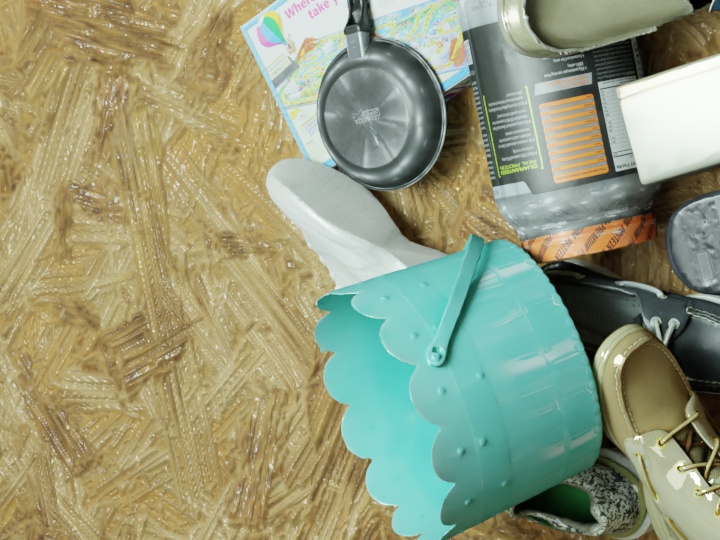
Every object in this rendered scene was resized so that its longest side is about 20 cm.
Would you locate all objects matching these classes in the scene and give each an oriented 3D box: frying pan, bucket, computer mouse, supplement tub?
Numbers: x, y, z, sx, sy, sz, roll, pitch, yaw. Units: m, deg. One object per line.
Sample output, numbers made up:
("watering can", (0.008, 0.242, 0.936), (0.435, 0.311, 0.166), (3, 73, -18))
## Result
("frying pan", (0.016, -0.151, 1.818), (0.115, 0.031, 0.191), (16, 109, 30))
("bucket", (0.068, 0.081, 1.716), (0.207, 0.134, 0.208), (56, 159, 36))
("computer mouse", (0.315, -0.006, 1.675), (0.199, 0.046, 0.141), (-19, 92, 30))
("supplement tub", (0.143, -0.111, 1.721), (0.122, 0.122, 0.201), (-9, 92, 35))

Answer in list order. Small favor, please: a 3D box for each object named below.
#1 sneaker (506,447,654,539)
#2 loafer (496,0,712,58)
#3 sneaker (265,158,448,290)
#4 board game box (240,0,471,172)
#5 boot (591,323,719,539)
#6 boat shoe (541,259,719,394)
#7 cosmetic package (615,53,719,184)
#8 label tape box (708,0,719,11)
("sneaker", (0.121, 0.152, 1.801), (0.199, 0.088, 0.077), (11, 104, 33))
("loafer", (0.184, -0.196, 1.637), (0.068, 0.199, 0.076), (-6, 104, 71))
("sneaker", (0.000, 0.000, 1.854), (0.200, 0.075, 0.089), (38, 126, 8))
("board game box", (0.014, -0.176, 1.850), (0.200, 0.034, 0.135), (-31, 81, 34))
("boot", (0.240, 0.137, 1.659), (0.155, 0.073, 0.201), (30, 148, 56))
("boat shoe", (0.202, 0.045, 1.745), (0.199, 0.060, 0.076), (14, 106, 31))
("cosmetic package", (0.284, -0.119, 1.637), (0.199, 0.103, 0.073), (-17, 88, 34))
("label tape box", (0.282, -0.240, 1.556), (0.063, 0.200, 0.145), (38, 117, 32))
